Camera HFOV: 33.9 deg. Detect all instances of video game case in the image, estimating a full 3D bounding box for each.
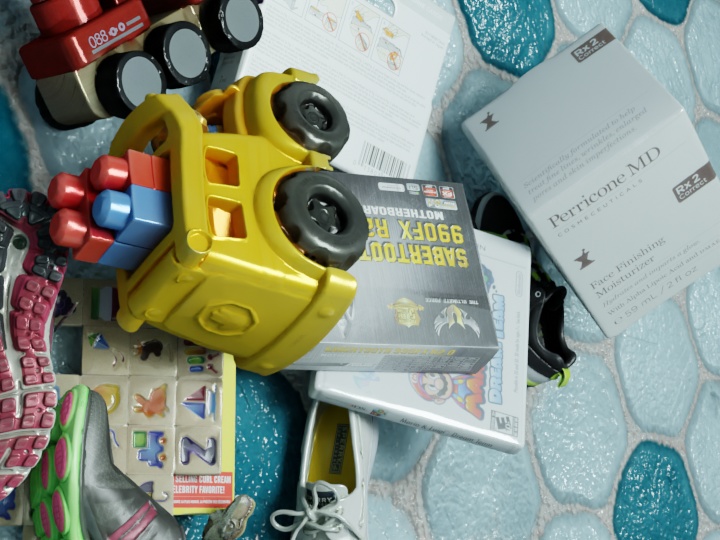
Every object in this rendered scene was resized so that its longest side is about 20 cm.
[{"bbox_3d":[0.056,0.039,0.983,0.181,0.024,0.201,17,54,-13],"label":"video game case"}]

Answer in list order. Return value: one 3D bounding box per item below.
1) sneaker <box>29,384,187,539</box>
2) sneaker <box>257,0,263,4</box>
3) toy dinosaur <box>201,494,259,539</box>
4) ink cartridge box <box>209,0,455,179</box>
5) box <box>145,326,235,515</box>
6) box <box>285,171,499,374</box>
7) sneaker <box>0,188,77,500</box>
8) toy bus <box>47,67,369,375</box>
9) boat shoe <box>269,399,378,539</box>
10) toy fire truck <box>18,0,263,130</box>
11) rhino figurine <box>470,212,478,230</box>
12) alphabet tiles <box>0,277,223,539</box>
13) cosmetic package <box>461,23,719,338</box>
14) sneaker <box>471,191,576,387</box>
[{"bbox_3d":[-0.158,0.172,0.763,0.083,0.077,0.202,-12,86,-38],"label":"sneaker"},{"bbox_3d":[-0.094,-0.251,0.965,0.200,0.080,0.084,48,58,-26],"label":"sneaker"},{"bbox_3d":[-0.089,0.250,0.870,0.088,0.047,0.202,-17,111,-61],"label":"toy dinosaur"},{"bbox_3d":[-0.020,-0.173,0.986,0.199,0.043,0.175,24,76,-38],"label":"ink cartridge box"},{"bbox_3d":[-0.133,0.077,0.867,0.075,0.050,0.202,11,74,-41],"label":"box"},{"bbox_3d":[0.000,0.000,0.939,0.198,0.048,0.160,4,57,-21],"label":"box"},{"bbox_3d":[-0.227,0.053,0.755,0.080,0.075,0.202,15,75,-14],"label":"sneaker"},{"bbox_3d":[-0.110,-0.051,0.785,0.191,0.136,0.201,15,51,-32],"label":"toy bus"},{"bbox_3d":[-0.025,0.183,0.911,0.086,0.074,0.204,56,39,-59],"label":"boat shoe"},{"bbox_3d":[-0.192,-0.222,0.848,0.176,0.128,0.201,-43,120,-41],"label":"toy fire truck"},{"bbox_3d":[0.088,0.029,1.087,0.087,0.059,0.202,30,60,-39],"label":"rhino figurine"},{"bbox_3d":[-0.175,0.105,0.804,0.166,0.008,0.202,4,77,-19],"label":"alphabet tiles"},{"bbox_3d":[0.228,-0.082,1.107,0.200,0.164,0.165,48,10,-41],"label":"cosmetic package"},{"bbox_3d":[0.167,0.015,1.144,0.071,0.082,0.202,-5,79,-45],"label":"sneaker"}]
